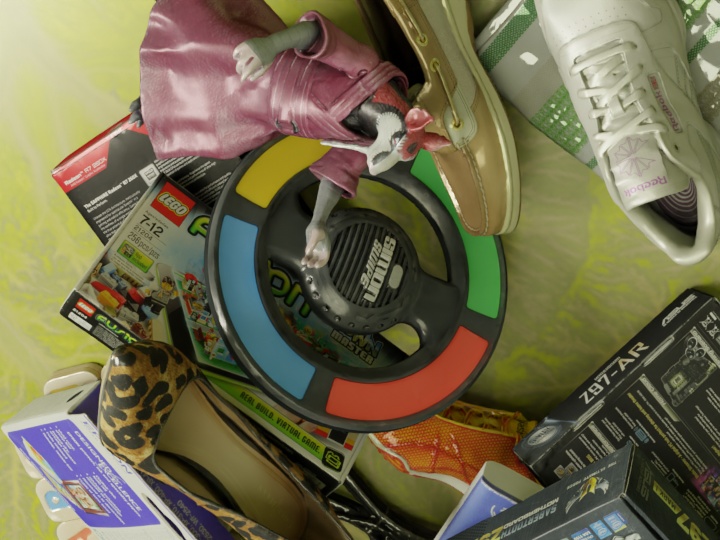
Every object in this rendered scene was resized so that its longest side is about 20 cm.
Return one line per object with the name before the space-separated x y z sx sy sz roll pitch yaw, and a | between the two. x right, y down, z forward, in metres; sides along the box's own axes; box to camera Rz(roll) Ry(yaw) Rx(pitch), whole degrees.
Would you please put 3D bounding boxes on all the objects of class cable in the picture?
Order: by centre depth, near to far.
cable | 0.021 0.197 1.089 0.097 0.050 0.200 -32 106 23

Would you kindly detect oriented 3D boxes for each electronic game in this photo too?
electronic game | 0.000 0.000 0.938 0.200 0.201 0.042 39 156 -8

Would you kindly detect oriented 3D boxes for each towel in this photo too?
towel | 0.181 -0.121 0.918 0.199 0.031 0.149 38 120 -9

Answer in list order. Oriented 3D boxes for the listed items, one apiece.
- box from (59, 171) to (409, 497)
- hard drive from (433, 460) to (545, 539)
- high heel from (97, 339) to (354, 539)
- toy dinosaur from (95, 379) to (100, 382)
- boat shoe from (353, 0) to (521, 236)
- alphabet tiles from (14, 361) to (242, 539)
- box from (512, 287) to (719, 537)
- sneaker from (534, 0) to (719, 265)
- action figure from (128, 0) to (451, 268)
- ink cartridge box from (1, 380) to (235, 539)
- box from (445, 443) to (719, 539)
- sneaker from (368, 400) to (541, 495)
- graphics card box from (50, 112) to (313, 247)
box | -0.076 0.040 0.946 0.199 0.110 0.035 36 142 -8
hard drive | 0.095 0.224 0.985 0.131 0.025 0.201 28 127 0
high heel | -0.069 0.107 0.859 0.142 0.072 0.200 24 159 18
toy dinosaur | -0.117 0.093 1.033 0.101 0.058 0.199 45 147 -20
boat shoe | 0.040 -0.108 0.917 0.066 0.074 0.202 -25 103 -21
alphabet tiles | -0.157 0.155 1.131 0.194 0.015 0.202 -14 112 19
box | 0.221 0.139 0.980 0.160 0.044 0.200 -42 102 -2
sneaker | 0.160 -0.094 0.862 0.074 0.100 0.201 -24 109 25
action figure | -0.033 -0.101 0.888 0.198 0.149 0.135 16 130 21
ink cartridge box | -0.144 0.163 1.040 0.199 0.043 0.200 51 154 -13
box | 0.134 0.210 0.914 0.199 0.051 0.158 -33 108 34
sneaker | 0.077 0.115 1.032 0.199 0.073 0.077 30 115 -14
graphics card box | -0.097 -0.021 1.012 0.125 0.051 0.201 -29 105 23
